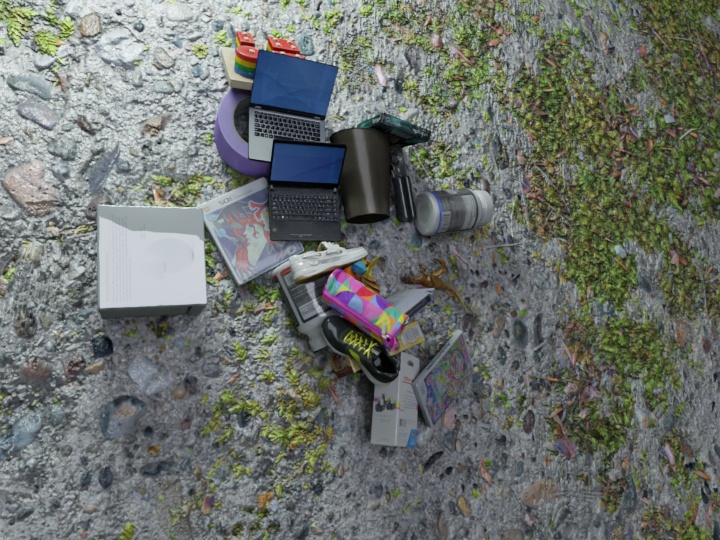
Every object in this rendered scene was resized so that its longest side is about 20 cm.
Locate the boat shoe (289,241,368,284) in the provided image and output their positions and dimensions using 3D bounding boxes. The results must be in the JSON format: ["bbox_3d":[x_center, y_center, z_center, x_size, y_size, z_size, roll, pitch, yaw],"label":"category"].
[{"bbox_3d":[-0.066,-0.031,1.119,0.198,0.070,0.070,-18,81,-41],"label":"boat shoe"}]

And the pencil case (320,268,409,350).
[{"bbox_3d":[0.009,0.080,1.076,0.198,0.089,0.089,33,64,14],"label":"pencil case"}]

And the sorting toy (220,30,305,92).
[{"bbox_3d":[-0.218,-0.494,1.227,0.196,0.070,0.200,0,41,-24],"label":"sorting toy"}]

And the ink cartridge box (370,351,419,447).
[{"bbox_3d":[0.083,0.297,1.196,0.115,0.067,0.205,32,60,-56],"label":"ink cartridge box"}]

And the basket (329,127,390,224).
[{"bbox_3d":[0.008,-0.227,1.285,0.179,0.134,0.205,4,79,-50],"label":"basket"}]

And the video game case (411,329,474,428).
[{"bbox_3d":[0.208,0.264,1.270,0.199,0.018,0.145,-41,125,-31],"label":"video game case"}]

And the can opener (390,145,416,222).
[{"bbox_3d":[0.099,-0.228,1.377,0.053,0.066,0.205,-12,93,-37],"label":"can opener"}]

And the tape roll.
[{"bbox_3d":[-0.242,-0.331,1.226,0.196,0.085,0.205,6,76,-22],"label":"tape roll"}]

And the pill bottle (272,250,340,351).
[{"bbox_3d":[-0.109,0.070,1.168,0.114,0.116,0.203,-25,88,-27],"label":"pill bottle"}]

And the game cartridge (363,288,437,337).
[{"bbox_3d":[0.078,0.100,1.219,0.199,0.128,0.039,-33,104,-40],"label":"game cartridge"}]

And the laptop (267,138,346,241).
[{"bbox_3d":[-0.118,-0.177,1.185,0.173,0.103,0.205,0,78,-19],"label":"laptop"}]

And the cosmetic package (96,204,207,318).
[{"bbox_3d":[-0.420,-0.015,1.047,0.196,0.123,0.204,0,77,-25],"label":"cosmetic package"}]

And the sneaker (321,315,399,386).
[{"bbox_3d":[0.007,0.159,1.085,0.199,0.085,0.075,39,63,-7],"label":"sneaker"}]

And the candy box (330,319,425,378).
[{"bbox_3d":[0.039,0.183,1.204,0.197,0.117,0.057,-21,82,-27],"label":"candy box"}]

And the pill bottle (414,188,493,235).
[{"bbox_3d":[0.250,-0.159,1.385,0.196,0.113,0.116,-8,80,-26],"label":"pill bottle"}]

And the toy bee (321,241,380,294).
[{"bbox_3d":[0.000,0.000,1.240,0.108,0.130,0.204,4,63,-47],"label":"toy bee"}]

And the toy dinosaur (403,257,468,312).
[{"bbox_3d":[0.202,0.026,1.361,0.196,0.060,0.108,17,95,-13],"label":"toy dinosaur"}]

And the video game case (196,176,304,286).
[{"bbox_3d":[-0.251,-0.093,1.197,0.180,0.023,0.203,-30,90,-27],"label":"video game case"}]

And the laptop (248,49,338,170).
[{"bbox_3d":[-0.150,-0.352,1.162,0.183,0.116,0.205,3,76,-22],"label":"laptop"}]

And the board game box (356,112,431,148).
[{"bbox_3d":[0.078,-0.349,1.311,0.133,0.200,0.029,15,93,-20],"label":"board game box"}]
